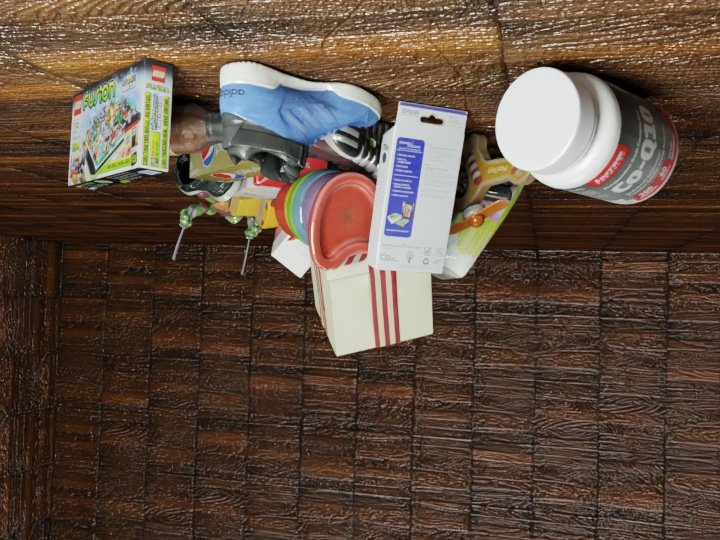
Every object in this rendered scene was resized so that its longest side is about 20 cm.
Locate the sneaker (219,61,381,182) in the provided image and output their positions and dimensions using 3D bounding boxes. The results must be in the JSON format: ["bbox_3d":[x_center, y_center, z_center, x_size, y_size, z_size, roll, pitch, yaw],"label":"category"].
[{"bbox_3d":[-0.062,-0.147,0.815,0.197,0.114,0.076,4,177,-40],"label":"sneaker"}]

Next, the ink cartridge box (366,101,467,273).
[{"bbox_3d":[0.069,-0.101,0.931,0.097,0.205,0.039,4,-167,-22],"label":"ink cartridge box"}]

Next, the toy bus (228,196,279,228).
[{"bbox_3d":[-0.131,-0.125,1.339,0.196,0.079,0.066,-11,142,-33],"label":"toy bus"}]

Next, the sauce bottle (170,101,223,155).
[{"bbox_3d":[-0.228,-0.172,0.924,0.195,0.068,0.066,3,178,17],"label":"sauce bottle"}]

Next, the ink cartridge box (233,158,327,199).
[{"bbox_3d":[-0.123,-0.156,1.182,0.113,0.069,0.199,3,178,-24],"label":"ink cartridge box"}]

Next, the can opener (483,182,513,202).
[{"bbox_3d":[0.134,-0.137,1.146,0.195,0.055,0.067,12,166,12],"label":"can opener"}]

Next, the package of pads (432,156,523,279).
[{"bbox_3d":[0.181,-0.079,1.235,0.068,0.202,0.154,34,176,-2],"label":"package of pads"}]

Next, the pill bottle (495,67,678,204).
[{"bbox_3d":[0.235,-0.136,0.778,0.197,0.117,0.112,4,177,-44],"label":"pill bottle"}]

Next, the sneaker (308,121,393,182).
[{"bbox_3d":[-0.019,-0.166,0.997,0.113,0.078,0.199,8,172,32],"label":"sneaker"}]

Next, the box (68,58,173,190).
[{"bbox_3d":[-0.269,-0.155,0.835,0.034,0.113,0.198,4,176,-41],"label":"box"}]

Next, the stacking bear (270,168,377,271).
[{"bbox_3d":[-0.056,-0.079,1.016,0.119,0.117,0.199,-15,-165,-25],"label":"stacking bear"}]

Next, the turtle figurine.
[{"bbox_3d":[-0.263,-0.099,1.403,0.142,0.201,0.195,33,162,18],"label":"turtle figurine"}]

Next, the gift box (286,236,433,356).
[{"bbox_3d":[0.000,0.000,1.127,0.195,0.191,0.185,-13,-151,-16],"label":"gift box"}]

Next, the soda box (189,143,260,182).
[{"bbox_3d":[-0.167,-0.166,1.038,0.066,0.066,0.198,3,177,-35],"label":"soda box"}]

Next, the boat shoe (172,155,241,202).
[{"bbox_3d":[-0.263,-0.160,1.207,0.066,0.075,0.198,42,172,-37],"label":"boat shoe"}]

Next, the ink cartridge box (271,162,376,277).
[{"bbox_3d":[-0.060,-0.101,1.245,0.067,0.200,0.117,37,-163,-17],"label":"ink cartridge box"}]

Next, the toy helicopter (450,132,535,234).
[{"bbox_3d":[0.165,-0.119,1.014,0.077,0.136,0.199,4,177,-29],"label":"toy helicopter"}]
